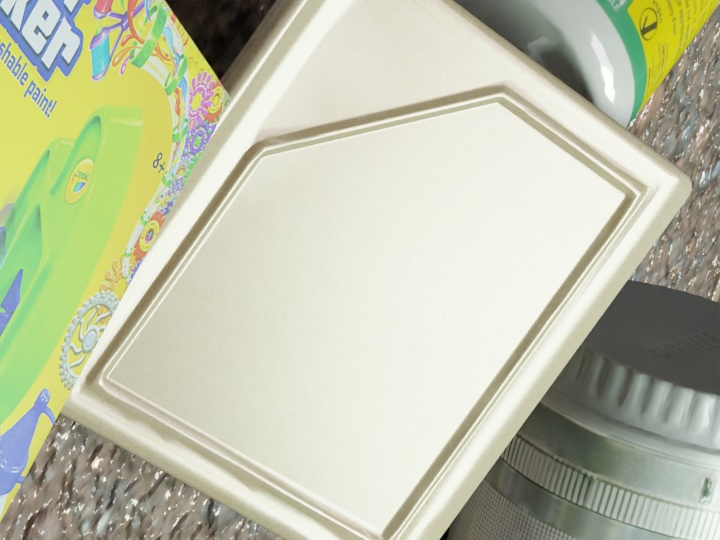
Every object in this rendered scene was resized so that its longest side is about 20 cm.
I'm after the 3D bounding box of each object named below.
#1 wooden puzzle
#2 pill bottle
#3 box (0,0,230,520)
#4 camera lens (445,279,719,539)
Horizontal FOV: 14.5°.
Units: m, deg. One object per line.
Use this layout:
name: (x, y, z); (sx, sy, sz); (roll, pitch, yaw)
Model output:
wooden puzzle: (0.000, 0.000, 0.967); (0.200, 0.037, 0.185); (32, 96, -39)
pill bottle: (0.094, -0.139, 1.061); (0.200, 0.112, 0.113); (-51, 151, -32)
box: (-0.151, -0.022, 0.641); (0.194, 0.121, 0.200); (-63, 156, -13)
camera lens: (0.120, 0.122, 1.283); (0.160, 0.159, 0.201); (-17, 126, -60)
